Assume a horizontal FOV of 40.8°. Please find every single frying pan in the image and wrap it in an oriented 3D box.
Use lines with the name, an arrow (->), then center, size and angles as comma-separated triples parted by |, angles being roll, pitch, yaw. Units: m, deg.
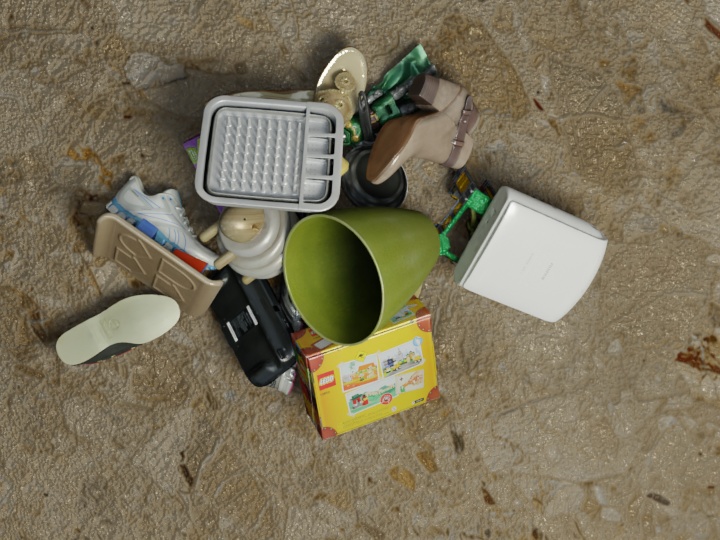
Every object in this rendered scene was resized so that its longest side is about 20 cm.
frying pan -> 0.006, -0.175, 1.492 | 0.114, 0.031, 0.192 | -17, 108, 33

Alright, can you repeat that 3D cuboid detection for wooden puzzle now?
wooden puzzle -> -0.302, -0.014, 1.453 | 0.198, 0.185, 0.047 | 31, 67, -7

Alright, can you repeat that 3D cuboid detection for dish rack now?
dish rack -> -0.125, -0.156, 1.344 | 0.196, 0.044, 0.175 | 5, 66, -4

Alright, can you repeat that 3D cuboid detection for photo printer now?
photo printer -> 0.261, -0.017, 1.448 | 0.197, 0.070, 0.168 | 21, 113, -19

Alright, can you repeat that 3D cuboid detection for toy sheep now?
toy sheep -> -0.148, -0.049, 1.418 | 0.135, 0.200, 0.141 | -4, 78, 18

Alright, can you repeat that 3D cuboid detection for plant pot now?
plant pot -> 0.021, -0.016, 1.394 | 0.185, 0.199, 0.190 | 18, 119, 35

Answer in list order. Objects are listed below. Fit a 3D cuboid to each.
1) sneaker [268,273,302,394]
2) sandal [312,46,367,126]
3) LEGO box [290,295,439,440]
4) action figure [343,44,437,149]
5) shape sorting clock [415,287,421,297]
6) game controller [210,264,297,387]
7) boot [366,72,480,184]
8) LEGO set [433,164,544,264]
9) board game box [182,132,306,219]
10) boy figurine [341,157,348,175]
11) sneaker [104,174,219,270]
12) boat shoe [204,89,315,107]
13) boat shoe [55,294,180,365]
sneaker -> -0.135, 0.091, 1.517 | 0.086, 0.074, 0.204 | 7, 97, -5
sandal -> -0.044, -0.226, 1.443 | 0.077, 0.070, 0.214 | 26, 103, -26
LEGO box -> 0.010, 0.141, 1.437 | 0.197, 0.077, 0.151 | -17, 119, -16
action figure -> 0.038, -0.247, 1.504 | 0.198, 0.055, 0.119 | -31, 97, 3
shape sorting clock -> 0.000, 0.000, 1.504 | 0.196, 0.039, 0.204 | 2, 74, -6
game controller -> -0.167, 0.075, 1.481 | 0.104, 0.042, 0.202 | -41, 65, 25
boot -> 0.104, -0.192, 1.454 | 0.145, 0.070, 0.202 | 30, 89, -42
LEGO set -> 0.187, -0.070, 1.517 | 0.197, 0.116, 0.155 | 21, 114, -18
board game box -> -0.173, -0.132, 1.484 | 0.118, 0.032, 0.202 | -24, 109, 7
boy figurine -> -0.117, -0.163, 1.421 | 0.197, 0.065, 0.126 | 17, 112, 1
sneaker -> -0.290, -0.076, 1.493 | 0.198, 0.075, 0.087 | 33, 87, -6
boat shoe -> -0.139, -0.238, 1.486 | 0.196, 0.072, 0.073 | -3, 95, -9
boat shoe -> -0.372, 0.090, 1.509 | 0.199, 0.063, 0.075 | -22, 86, 1
